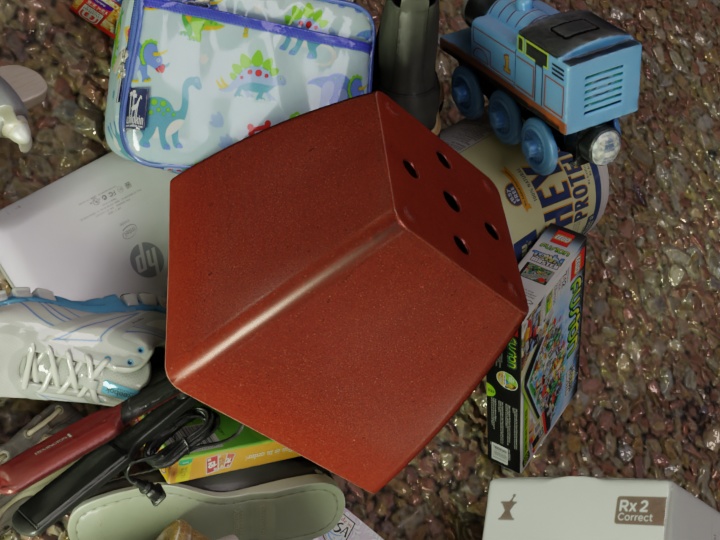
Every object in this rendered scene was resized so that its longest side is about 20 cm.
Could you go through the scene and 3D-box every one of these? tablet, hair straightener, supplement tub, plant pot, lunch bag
[{"bbox_3d":[-0.177,-0.025,0.946,0.200,0.014,0.130,-35,96,-34],"label":"tablet"},{"bbox_3d":[-0.146,0.116,0.823,0.200,0.041,0.077,-34,122,-33],"label":"hair straightener"},{"bbox_3d":[0.101,-0.054,1.052,0.200,0.145,0.145,-33,95,-35],"label":"supplement tub"},{"bbox_3d":[0.000,0.000,0.852,0.200,0.176,0.200,35,32,-35],"label":"plant pot"},{"bbox_3d":[-0.091,-0.147,0.947,0.200,0.082,0.161,9,91,-22],"label":"lunch bag"}]

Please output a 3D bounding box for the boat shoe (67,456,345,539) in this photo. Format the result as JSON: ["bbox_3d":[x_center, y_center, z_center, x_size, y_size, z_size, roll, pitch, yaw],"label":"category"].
[{"bbox_3d":[-0.115,0.169,0.902,0.201,0.061,0.072,-1,118,-21],"label":"boat shoe"}]

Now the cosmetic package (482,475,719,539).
[{"bbox_3d":[0.210,0.271,0.983,0.200,0.165,0.165,33,60,-42],"label":"cosmetic package"}]

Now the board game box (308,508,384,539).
[{"bbox_3d":[-0.005,0.314,0.938,0.200,0.043,0.199,41,58,-16],"label":"board game box"}]

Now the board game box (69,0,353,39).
[{"bbox_3d":[-0.117,-0.223,1.022,0.200,0.046,0.152,33,61,-21],"label":"board game box"}]

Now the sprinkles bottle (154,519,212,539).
[{"bbox_3d":[-0.061,0.250,0.856,0.200,0.068,0.068,33,61,-14],"label":"sprinkles bottle"}]

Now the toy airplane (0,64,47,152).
[{"bbox_3d":[-0.316,-0.083,0.797,0.199,0.141,0.200,24,65,-24],"label":"toy airplane"}]

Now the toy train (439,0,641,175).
[{"bbox_3d":[0.138,-0.158,0.969,0.087,0.200,0.114,-18,128,-21],"label":"toy train"}]

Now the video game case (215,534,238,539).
[{"bbox_3d":[-0.138,0.292,0.798,0.182,0.023,0.200,-18,104,-10],"label":"video game case"}]

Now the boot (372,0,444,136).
[{"bbox_3d":[0.039,-0.192,1.010,0.077,0.139,0.200,-3,32,-8],"label":"boot"}]

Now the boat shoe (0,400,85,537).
[{"bbox_3d":[-0.259,0.148,0.816,0.200,0.074,0.073,-29,83,-44],"label":"boat shoe"}]

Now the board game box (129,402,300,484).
[{"bbox_3d":[-0.073,0.105,0.933,0.200,0.030,0.096,-9,36,-32],"label":"board game box"}]

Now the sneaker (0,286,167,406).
[{"bbox_3d":[-0.189,0.060,0.841,0.200,0.087,0.075,-5,123,-42],"label":"sneaker"}]

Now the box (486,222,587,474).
[{"bbox_3d":[0.146,0.069,1.033,0.035,0.200,0.110,23,54,26],"label":"box"}]
